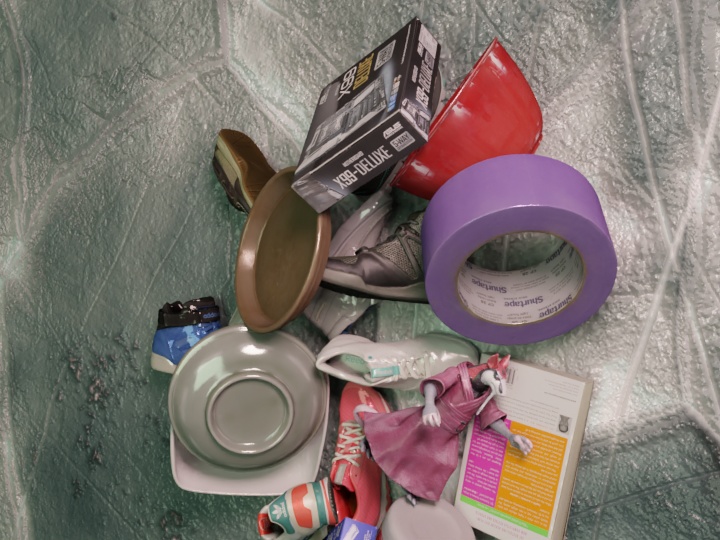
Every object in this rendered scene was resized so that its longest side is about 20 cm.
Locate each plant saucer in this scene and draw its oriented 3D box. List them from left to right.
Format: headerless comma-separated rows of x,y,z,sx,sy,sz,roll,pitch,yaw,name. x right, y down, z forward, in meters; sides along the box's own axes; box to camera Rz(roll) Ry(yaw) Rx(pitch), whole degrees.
-0.136,0.166,1.094,0.198,0.050,0.202,-4,109,-10,plant saucer
-0.092,-0.023,1.058,0.199,0.029,0.202,-27,57,49,plant saucer

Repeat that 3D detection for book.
0.183,0.209,1.033,0.133,0.048,0.202,14,97,34,book

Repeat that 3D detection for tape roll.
0.164,-0.018,0.949,0.199,0.200,0.086,-32,35,27,tape roll

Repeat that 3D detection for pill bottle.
0.051,0.371,1.061,0.112,0.112,0.201,38,123,25,pill bottle

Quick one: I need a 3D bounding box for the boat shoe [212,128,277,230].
-0.148,-0.110,1.211,0.065,0.073,0.201,-60,43,34,boat shoe

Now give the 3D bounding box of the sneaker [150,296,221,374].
-0.207,0.096,1.246,0.198,0.076,0.113,10,97,30,sneaker

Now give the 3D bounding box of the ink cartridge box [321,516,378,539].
-0.033,0.368,1.074,0.044,0.200,0.095,19,59,-6,ink cartridge box

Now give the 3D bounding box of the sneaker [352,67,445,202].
0.033,-0.173,1.094,0.077,0.091,0.201,34,107,25,sneaker

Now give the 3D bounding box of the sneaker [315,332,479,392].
0.042,0.117,1.077,0.198,0.088,0.076,-1,94,16,sneaker

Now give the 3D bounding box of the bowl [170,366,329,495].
-0.146,0.186,1.163,0.197,0.075,0.202,4,109,-13,bowl

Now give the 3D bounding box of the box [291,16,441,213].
0.010,-0.174,0.991,0.157,0.050,0.201,-30,31,32,box

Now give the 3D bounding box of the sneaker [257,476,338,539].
-0.084,0.305,1.113,0.092,0.200,0.071,-8,68,-13,sneaker

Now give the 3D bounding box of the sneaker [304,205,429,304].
0.032,-0.021,1.068,0.197,0.076,0.116,4,83,-7,sneaker

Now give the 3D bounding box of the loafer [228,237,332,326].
-0.115,0.011,1.199,0.200,0.070,0.070,-50,58,11,loafer

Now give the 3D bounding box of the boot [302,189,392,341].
0.000,0.000,1.136,0.096,0.073,0.200,44,117,13,boot

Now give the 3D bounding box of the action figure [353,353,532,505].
0.102,0.166,1.031,0.200,0.134,0.149,-49,24,10,action figure

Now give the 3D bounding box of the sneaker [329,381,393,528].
-0.002,0.237,1.118,0.073,0.087,0.203,-3,88,30,sneaker

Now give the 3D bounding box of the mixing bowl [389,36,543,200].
0.132,-0.144,0.998,0.108,0.200,0.201,36,110,-3,mixing bowl
